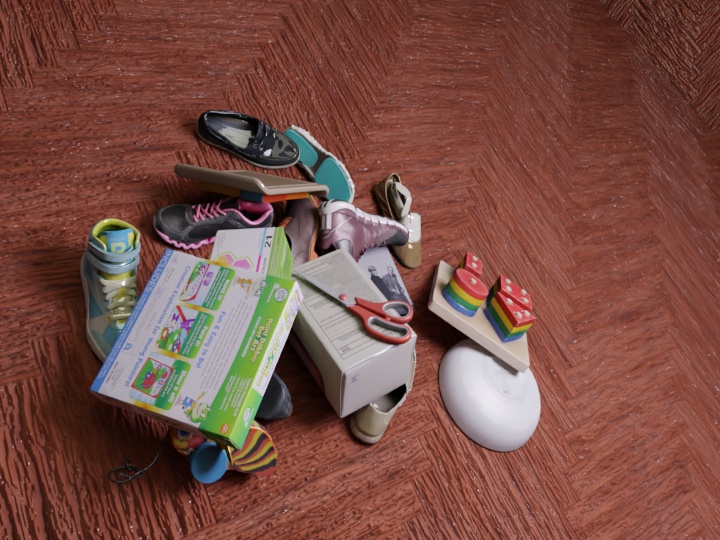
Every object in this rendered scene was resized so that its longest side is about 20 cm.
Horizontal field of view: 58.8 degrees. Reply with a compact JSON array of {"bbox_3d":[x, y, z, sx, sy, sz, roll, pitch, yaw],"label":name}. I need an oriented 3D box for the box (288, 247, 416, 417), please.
[{"bbox_3d":[-0.027,0.086,0.936,0.125,0.111,0.201,-21,51,-24],"label":"box"}]

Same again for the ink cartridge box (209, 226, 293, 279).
[{"bbox_3d":[-0.201,0.025,0.883,0.193,0.077,0.152,-2,53,8],"label":"ink cartridge box"}]

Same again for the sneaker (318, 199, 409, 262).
[{"bbox_3d":[0.002,-0.039,1.111,0.196,0.075,0.120,16,73,-36],"label":"sneaker"}]

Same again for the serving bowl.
[{"bbox_3d":[0.231,0.197,1.086,0.194,0.066,0.205,16,49,-19],"label":"serving bowl"}]

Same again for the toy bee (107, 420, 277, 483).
[{"bbox_3d":[-0.191,0.200,0.782,0.129,0.113,0.196,13,7,43],"label":"toy bee"}]

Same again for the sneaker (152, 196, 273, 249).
[{"bbox_3d":[-0.226,-0.086,1.012,0.194,0.096,0.081,1,56,-29],"label":"sneaker"}]

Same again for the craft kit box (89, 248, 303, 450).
[{"bbox_3d":[-0.192,0.085,0.769,0.191,0.049,0.204,12,62,20],"label":"craft kit box"}]

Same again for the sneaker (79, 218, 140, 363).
[{"bbox_3d":[-0.321,0.023,0.841,0.078,0.131,0.204,-9,61,-37],"label":"sneaker"}]

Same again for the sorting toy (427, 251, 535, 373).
[{"bbox_3d":[0.226,0.056,1.140,0.197,0.070,0.199,34,23,-2],"label":"sorting toy"}]

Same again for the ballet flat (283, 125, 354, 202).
[{"bbox_3d":[-0.071,-0.202,1.222,0.071,0.072,0.201,-29,74,-42],"label":"ballet flat"}]

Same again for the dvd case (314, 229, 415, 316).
[{"bbox_3d":[0.000,0.000,1.130,0.146,0.025,0.204,-4,57,-33],"label":"dvd case"}]

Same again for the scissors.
[{"bbox_3d":[-0.017,0.048,0.886,0.194,0.014,0.074,18,48,10],"label":"scissors"}]

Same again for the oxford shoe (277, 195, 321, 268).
[{"bbox_3d":[-0.112,-0.066,1.067,0.072,0.070,0.205,32,40,-40],"label":"oxford shoe"}]

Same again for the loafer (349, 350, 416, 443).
[{"bbox_3d":[0.047,0.173,0.989,0.074,0.069,0.202,31,45,-5],"label":"loafer"}]

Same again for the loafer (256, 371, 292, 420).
[{"bbox_3d":[-0.167,0.136,0.898,0.072,0.073,0.200,-39,62,-6],"label":"loafer"}]

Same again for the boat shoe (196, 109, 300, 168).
[{"bbox_3d":[-0.198,-0.244,1.155,0.194,0.066,0.077,22,74,-12],"label":"boat shoe"}]

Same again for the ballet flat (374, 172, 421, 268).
[{"bbox_3d":[0.081,-0.106,1.229,0.066,0.073,0.205,4,54,-29],"label":"ballet flat"}]

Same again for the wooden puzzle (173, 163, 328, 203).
[{"bbox_3d":[-0.172,-0.137,1.031,0.180,0.039,0.198,14,10,27],"label":"wooden puzzle"}]
